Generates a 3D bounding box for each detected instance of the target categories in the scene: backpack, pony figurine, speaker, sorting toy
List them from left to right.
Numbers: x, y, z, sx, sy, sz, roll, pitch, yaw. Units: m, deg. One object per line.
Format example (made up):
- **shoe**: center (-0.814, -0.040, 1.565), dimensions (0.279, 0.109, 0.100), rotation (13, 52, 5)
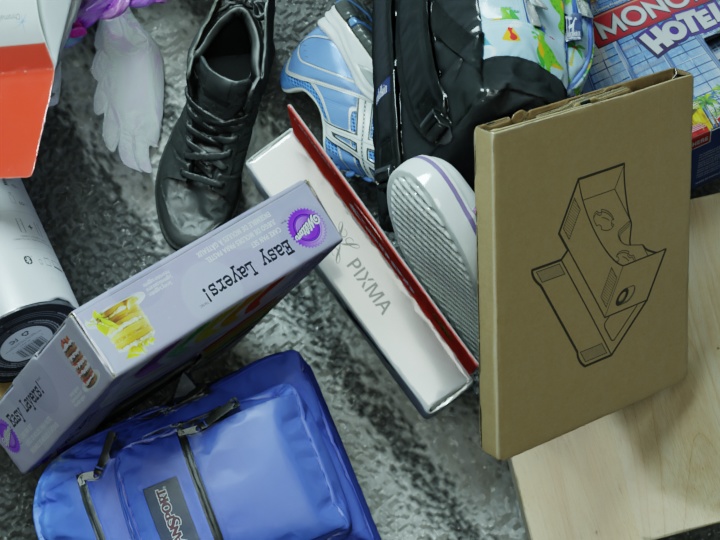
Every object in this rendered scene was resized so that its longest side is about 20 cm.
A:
- **speaker**: center (-0.247, -0.031, 1.374), dimensions (0.081, 0.081, 0.201), rotation (-28, 61, -3)
- **pony figurine**: center (-0.191, -0.179, 1.404), dimensions (0.199, 0.167, 0.194), rotation (8, 75, 17)
- **backpack**: center (-0.104, 0.148, 1.346), dimensions (0.199, 0.168, 0.163), rotation (-22, 77, 1)
- **backpack**: center (0.071, -0.145, 1.320), dimensions (0.153, 0.163, 0.201), rotation (-2, 60, -27)
- **sorting toy**: center (0.179, 0.069, 1.387), dimensions (0.197, 0.070, 0.201), rotation (-13, 84, -7)

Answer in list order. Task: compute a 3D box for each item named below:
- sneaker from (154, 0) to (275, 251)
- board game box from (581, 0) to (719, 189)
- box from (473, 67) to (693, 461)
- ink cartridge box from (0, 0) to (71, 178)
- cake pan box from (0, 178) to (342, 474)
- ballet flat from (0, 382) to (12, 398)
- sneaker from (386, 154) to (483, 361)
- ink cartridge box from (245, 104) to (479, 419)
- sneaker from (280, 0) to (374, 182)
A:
- **sneaker**: center (-0.093, -0.112, 1.404), dimensions (0.060, 0.104, 0.201), rotation (16, 84, 2)
- **board game box**: center (0.200, -0.155, 1.398), dimensions (0.199, 0.062, 0.200), rotation (-24, 59, -11)
- **box**: center (0.133, -0.006, 1.258), dimensions (0.163, 0.021, 0.201), rotation (-19, 117, -35)
- **ink cartridge box**: center (-0.249, -0.158, 1.327), dimensions (0.162, 0.057, 0.201), rotation (-1, 67, 37)
- **cake pan box**: center (-0.124, 0.038, 1.317), dimensions (0.184, 0.200, 0.052), rotation (-29, 83, -34)
- **ballet flat**: center (-0.242, 0.073, 1.399), dimensions (0.198, 0.075, 0.068), rotation (-9, 80, -1)
- **sneaker**: center (0.095, -0.016, 1.283), dimensions (0.114, 0.072, 0.201), rotation (-45, 129, -16)
- **ink cartridge box**: center (0.000, 0.000, 1.355), dimensions (0.043, 0.174, 0.200), rotation (-36, 84, -2)
- **sneaker**: center (0.025, -0.081, 1.426), dimensions (0.077, 0.076, 0.201), rotation (-36, 84, 19)
